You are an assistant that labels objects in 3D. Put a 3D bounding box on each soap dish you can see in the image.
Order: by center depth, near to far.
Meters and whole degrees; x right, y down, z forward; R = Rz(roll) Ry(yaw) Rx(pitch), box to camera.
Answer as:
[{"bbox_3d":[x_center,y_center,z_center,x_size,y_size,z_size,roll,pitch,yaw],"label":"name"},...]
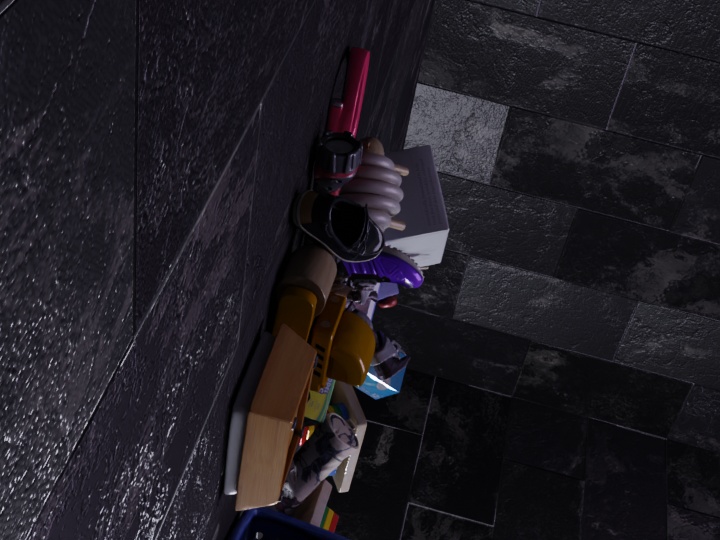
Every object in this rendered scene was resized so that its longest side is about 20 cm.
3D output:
[{"bbox_3d":[-0.116,0.195,1.391,0.158,0.080,0.202,-72,176,-49],"label":"soap dish"}]

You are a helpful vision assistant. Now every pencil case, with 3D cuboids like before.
[{"bbox_3d":[-0.086,0.334,1.826,0.200,0.078,0.089,-48,179,11],"label":"pencil case"}]

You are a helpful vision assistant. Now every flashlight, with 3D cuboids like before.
[{"bbox_3d":[-0.039,-0.098,1.511,0.068,0.067,0.202,-104,-164,-49],"label":"flashlight"}]

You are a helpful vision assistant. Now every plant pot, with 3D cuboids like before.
[{"bbox_3d":[-0.124,0.495,1.598,0.200,0.198,0.182,-63,173,-76],"label":"plant pot"}]

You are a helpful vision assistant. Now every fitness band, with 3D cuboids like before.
[{"bbox_3d":[-0.022,-0.231,1.587,0.144,0.037,0.202,-76,179,-53],"label":"fitness band"}]

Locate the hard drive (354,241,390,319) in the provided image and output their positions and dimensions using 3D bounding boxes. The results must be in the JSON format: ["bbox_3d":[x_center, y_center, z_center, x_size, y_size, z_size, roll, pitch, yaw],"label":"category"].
[{"bbox_3d":[-0.031,0.043,1.796,0.025,0.131,0.203,25,78,-54],"label":"hard drive"}]

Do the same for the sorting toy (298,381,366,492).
[{"bbox_3d":[-0.068,0.271,1.964,0.201,0.069,0.200,-115,-151,-42],"label":"sorting toy"}]

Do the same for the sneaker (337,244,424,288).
[{"bbox_3d":[0.000,0.000,1.656,0.101,0.198,0.069,-68,-164,-13],"label":"sneaker"}]

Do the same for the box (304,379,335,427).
[{"bbox_3d":[-0.078,0.168,1.860,0.117,0.048,0.202,-25,-133,62],"label":"box"}]

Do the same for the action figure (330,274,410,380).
[{"bbox_3d":[-0.011,0.069,1.582,0.069,0.201,0.130,-44,-167,-26],"label":"action figure"}]

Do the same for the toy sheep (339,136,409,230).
[{"bbox_3d":[0.010,-0.119,1.731,0.138,0.136,0.203,87,5,-79],"label":"toy sheep"}]

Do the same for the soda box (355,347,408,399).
[{"bbox_3d":[-0.021,0.125,1.684,0.064,0.199,0.068,-24,-140,48],"label":"soda box"}]

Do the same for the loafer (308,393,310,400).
[{"bbox_3d":[-0.106,0.200,1.710,0.201,0.062,0.073,98,8,-60],"label":"loafer"}]

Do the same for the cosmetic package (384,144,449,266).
[{"bbox_3d":[0.060,-0.102,1.937,0.200,0.163,0.167,94,-15,-74],"label":"cosmetic package"}]

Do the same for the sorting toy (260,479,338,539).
[{"bbox_3d":[-0.117,0.493,1.843,0.200,0.069,0.199,-45,-171,22],"label":"sorting toy"}]

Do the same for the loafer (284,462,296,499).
[{"bbox_3d":[-0.128,0.302,1.677,0.201,0.072,0.072,97,10,-64],"label":"loafer"}]

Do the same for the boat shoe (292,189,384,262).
[{"bbox_3d":[-0.015,-0.057,1.454,0.199,0.062,0.076,28,72,-56],"label":"boat shoe"}]

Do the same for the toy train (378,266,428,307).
[{"bbox_3d":[0.017,0.024,1.919,0.199,0.115,0.086,-16,97,-42],"label":"toy train"}]

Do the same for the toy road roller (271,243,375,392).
[{"bbox_3d":[-0.047,0.077,1.486,0.123,0.144,0.202,-71,174,-54],"label":"toy road roller"}]
